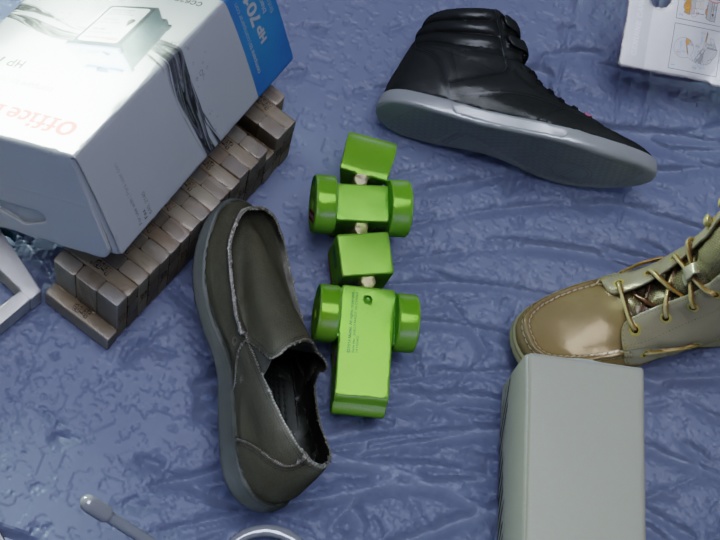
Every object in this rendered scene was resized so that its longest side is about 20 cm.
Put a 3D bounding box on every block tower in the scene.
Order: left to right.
[{"bbox_3d":[-0.120,-0.043,1.007,0.054,0.058,0.200,37,66,8],"label":"block tower"}]

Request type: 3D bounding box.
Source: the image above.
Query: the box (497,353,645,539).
[{"bbox_3d":[0.129,0.158,0.955,0.082,0.068,0.200,9,64,-7],"label":"box"}]

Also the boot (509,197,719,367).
[{"bbox_3d":[0.204,0.008,0.987,0.199,0.156,0.073,-8,68,-14],"label":"boot"}]

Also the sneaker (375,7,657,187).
[{"bbox_3d":[0.119,-0.126,1.079,0.199,0.071,0.099,17,69,2],"label":"sneaker"}]

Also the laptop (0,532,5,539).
[{"bbox_3d":[-0.315,0.125,0.844,0.187,0.116,0.200,-30,86,-21],"label":"laptop"}]

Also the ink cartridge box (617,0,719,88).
[{"bbox_3d":[0.292,-0.204,1.132,0.199,0.050,0.161,10,87,-4],"label":"ink cartridge box"}]

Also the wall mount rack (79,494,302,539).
[{"bbox_3d":[-0.100,0.222,0.881,0.173,0.075,0.200,20,63,-1],"label":"wall mount rack"}]

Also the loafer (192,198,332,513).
[{"bbox_3d":[-0.052,0.047,0.960,0.075,0.070,0.201,10,65,-52],"label":"loafer"}]

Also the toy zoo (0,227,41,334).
[{"bbox_3d":[-0.296,0.015,0.968,0.131,0.020,0.200,42,66,10],"label":"toy zoo"}]

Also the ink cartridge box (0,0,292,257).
[{"bbox_3d":[-0.160,-0.117,0.976,0.146,0.086,0.200,15,50,29],"label":"ink cartridge box"}]

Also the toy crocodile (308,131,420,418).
[{"bbox_3d":[0.000,0.000,1.013,0.067,0.062,0.201,2,70,-10],"label":"toy crocodile"}]
